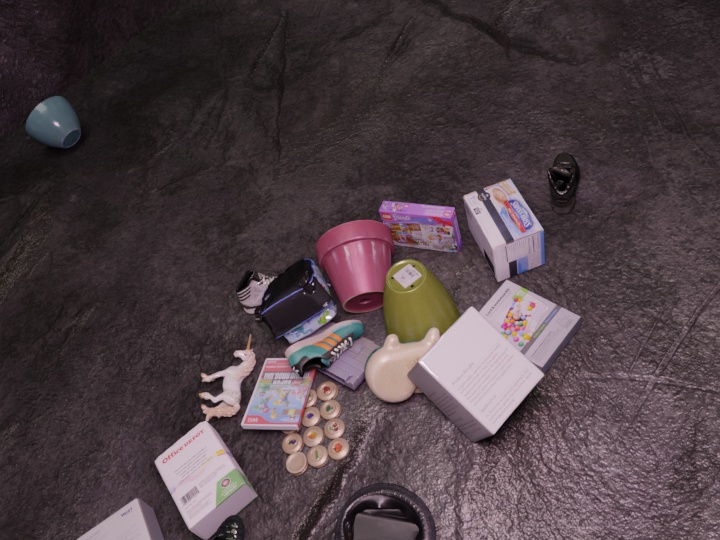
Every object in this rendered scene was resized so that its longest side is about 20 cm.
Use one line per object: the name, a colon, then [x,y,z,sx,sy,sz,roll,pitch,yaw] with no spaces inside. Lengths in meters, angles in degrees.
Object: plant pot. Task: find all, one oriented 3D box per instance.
plant pot: [-1.178,-0.559,2.490,0.135,0.200,0.200,40,70,3]
plant pot: [0.126,0.071,1.478,0.186,0.201,0.188,-10,49,12]
plant pot: [0.000,0.000,1.602,0.198,0.200,0.180,-17,64,6]

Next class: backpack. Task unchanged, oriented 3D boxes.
backpack: [-0.157,0.076,1.591,0.182,0.147,0.200,-33,21,6]

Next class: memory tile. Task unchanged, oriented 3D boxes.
memory tile: [-0.110,0.357,1.456,0.152,0.017,0.201,-20,49,4]

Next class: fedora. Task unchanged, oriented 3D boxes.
fedora: [0.053,0.511,1.220,0.199,0.092,0.202,-10,50,12]

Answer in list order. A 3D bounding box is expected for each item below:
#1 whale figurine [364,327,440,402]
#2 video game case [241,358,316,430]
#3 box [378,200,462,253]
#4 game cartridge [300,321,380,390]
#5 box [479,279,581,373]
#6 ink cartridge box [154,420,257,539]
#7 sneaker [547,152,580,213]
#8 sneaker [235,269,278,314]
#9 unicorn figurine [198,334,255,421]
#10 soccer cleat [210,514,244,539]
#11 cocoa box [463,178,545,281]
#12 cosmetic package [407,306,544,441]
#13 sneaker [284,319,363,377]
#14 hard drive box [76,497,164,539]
whale figurine: [0.100,0.204,1.433,0.199,0.160,0.104,-35,15,-6]
video game case: [-0.188,0.289,1.514,0.142,0.018,0.201,-3,41,17]
box: [0.158,-0.114,1.658,0.198,0.137,0.039,9,56,25]
game cartridge: [-0.053,0.198,1.539,0.199,0.039,0.130,23,48,33]
box: [0.373,0.125,1.452,0.199,0.041,0.156,30,67,37]
ink cartridge box: [-0.344,0.460,1.411,0.144,0.084,0.200,-38,50,-12]
sneaker: [0.531,-0.256,1.655,0.076,0.115,0.200,5,53,21]
sneaker: [-0.236,0.040,1.691,0.199,0.116,0.076,-21,48,2]
unicorn figurine: [-0.326,0.273,1.574,0.136,0.074,0.202,-8,64,2]
soccer cleat: [-0.302,0.591,1.292,0.067,0.081,0.201,12,57,27]
cocoa box: [0.357,-0.102,1.578,0.130,0.134,0.201,-21,49,2]
cosmetic package: [0.228,0.215,1.302,0.165,0.165,0.200,-42,78,-17]
sneaker: [-0.072,0.187,1.489,0.199,0.072,0.080,-24,55,-14]
hard drive box: [-0.493,0.616,1.344,0.155,0.077,0.200,-33,49,-8]
